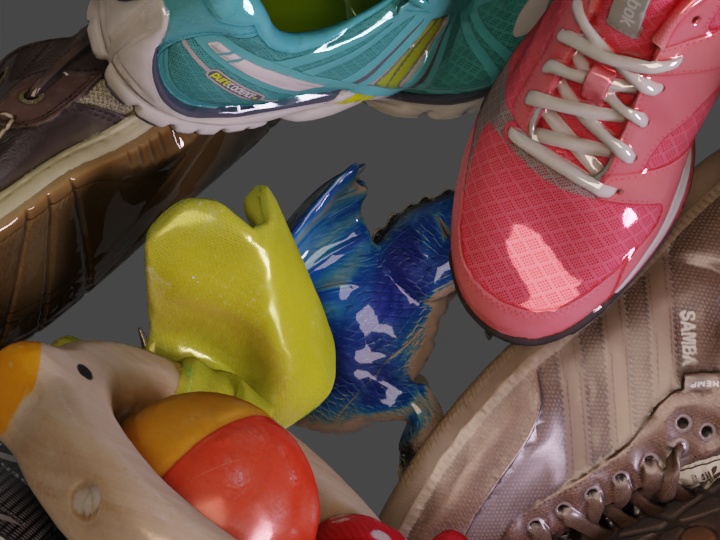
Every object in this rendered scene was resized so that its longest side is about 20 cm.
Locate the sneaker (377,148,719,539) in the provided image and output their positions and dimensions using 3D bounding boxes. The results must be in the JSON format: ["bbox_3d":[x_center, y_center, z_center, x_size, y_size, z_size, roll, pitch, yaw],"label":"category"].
[{"bbox_3d":[0.084,0.049,0.857,0.075,0.070,0.200,40,84,21],"label":"sneaker"}]

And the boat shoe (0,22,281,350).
[{"bbox_3d":[-0.092,-0.040,0.848,0.065,0.073,0.200,38,51,17],"label":"boat shoe"}]

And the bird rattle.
[{"bbox_3d":[-0.031,0.078,0.770,0.113,0.163,0.200,-46,64,20],"label":"bird rattle"}]

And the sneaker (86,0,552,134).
[{"bbox_3d":[0.012,-0.088,0.832,0.199,0.080,0.078,-19,82,-38],"label":"sneaker"}]

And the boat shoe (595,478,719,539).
[{"bbox_3d":[0.095,0.119,0.879,0.199,0.075,0.074,-25,109,2],"label":"boat shoe"}]

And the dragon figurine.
[{"bbox_3d":[0.000,0.000,0.877,0.099,0.059,0.201,33,92,0],"label":"dragon figurine"}]

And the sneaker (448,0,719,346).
[{"bbox_3d":[0.078,-0.071,0.804,0.074,0.087,0.201,30,97,14],"label":"sneaker"}]

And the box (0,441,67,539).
[{"bbox_3d":[-0.173,0.034,0.813,0.200,0.193,0.048,35,91,1],"label":"box"}]
